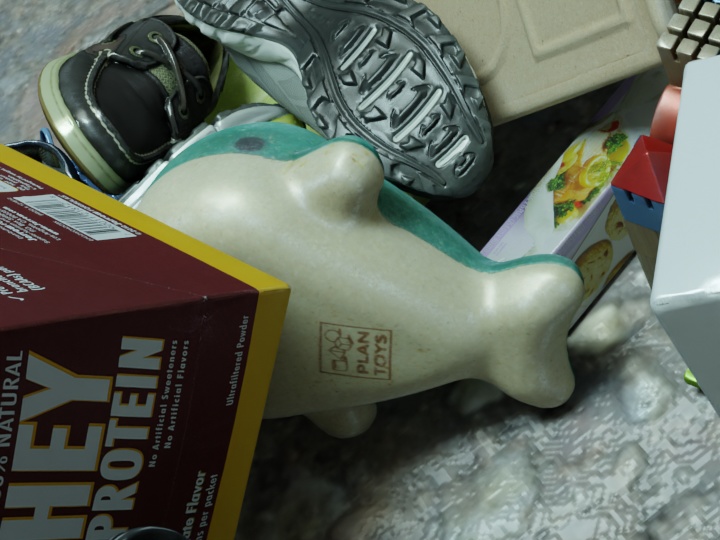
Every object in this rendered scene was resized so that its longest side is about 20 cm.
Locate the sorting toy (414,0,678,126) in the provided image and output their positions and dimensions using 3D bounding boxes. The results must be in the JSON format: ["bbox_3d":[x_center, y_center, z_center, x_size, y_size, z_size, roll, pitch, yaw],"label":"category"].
[{"bbox_3d":[0.061,-0.163,0.932,0.036,0.186,0.200,-18,1,-30],"label":"sorting toy"}]

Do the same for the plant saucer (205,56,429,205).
[{"bbox_3d":[-0.014,-0.070,1.086,0.199,0.031,0.201,-21,42,21],"label":"plant saucer"}]

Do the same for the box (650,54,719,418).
[{"bbox_3d":[0.205,0.019,0.692,0.152,0.200,0.107,-11,45,28],"label":"box"}]

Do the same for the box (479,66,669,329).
[{"bbox_3d":[0.132,-0.061,0.956,0.200,0.041,0.039,-48,41,-15],"label":"box"}]

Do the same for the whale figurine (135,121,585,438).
[{"bbox_3d":[0.000,0.000,0.915,0.199,0.160,0.104,8,40,11],"label":"whale figurine"}]

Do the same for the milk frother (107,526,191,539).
[{"bbox_3d":[-0.095,0.181,0.749,0.187,0.201,0.181,-22,20,19],"label":"milk frother"}]

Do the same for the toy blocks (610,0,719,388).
[{"bbox_3d":[0.162,-0.069,0.847,0.100,0.137,0.201,22,70,31],"label":"toy blocks"}]

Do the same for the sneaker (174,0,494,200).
[{"bbox_3d":[-0.004,-0.094,0.987,0.074,0.079,0.200,-45,54,-4],"label":"sneaker"}]

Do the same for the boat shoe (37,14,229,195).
[{"bbox_3d":[-0.107,-0.094,1.058,0.065,0.073,0.200,-32,14,13],"label":"boat shoe"}]

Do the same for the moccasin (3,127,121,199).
[{"bbox_3d":[-0.156,-0.030,1.041,0.080,0.200,0.069,20,99,16],"label":"moccasin"}]

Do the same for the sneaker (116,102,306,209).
[{"bbox_3d":[-0.086,0.001,1.004,0.200,0.090,0.078,-45,0,-25],"label":"sneaker"}]

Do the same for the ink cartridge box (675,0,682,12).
[{"bbox_3d":[0.167,-0.233,1.015,0.199,0.147,0.145,-21,41,20],"label":"ink cartridge box"}]

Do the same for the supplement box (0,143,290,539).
[{"bbox_3d":[-0.173,0.042,0.820,0.197,0.200,0.134,25,110,34],"label":"supplement box"}]
